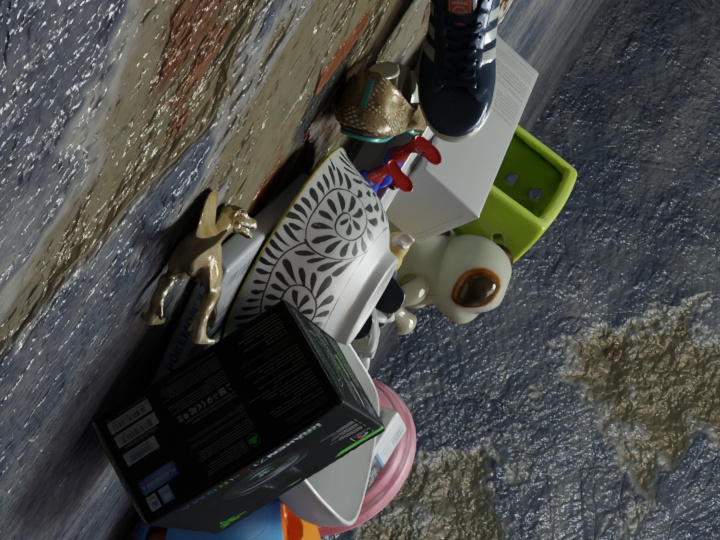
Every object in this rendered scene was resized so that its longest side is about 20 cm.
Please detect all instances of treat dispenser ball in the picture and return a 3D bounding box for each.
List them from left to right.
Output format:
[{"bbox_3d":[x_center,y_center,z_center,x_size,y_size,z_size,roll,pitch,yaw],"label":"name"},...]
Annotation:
[{"bbox_3d":[-0.137,0.296,1.534,0.202,0.200,0.201,-57,174,-10],"label":"treat dispenser ball"}]

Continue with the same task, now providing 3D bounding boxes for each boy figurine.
[{"bbox_3d":[0.000,0.000,1.486,0.124,0.065,0.200,-38,-163,7],"label":"boy figurine"}]

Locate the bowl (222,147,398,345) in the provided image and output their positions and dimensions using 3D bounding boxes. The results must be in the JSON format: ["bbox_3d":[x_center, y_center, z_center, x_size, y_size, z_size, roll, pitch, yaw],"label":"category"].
[{"bbox_3d":[-0.028,0.004,1.307,0.202,0.094,0.201,-58,175,-8],"label":"bowl"}]

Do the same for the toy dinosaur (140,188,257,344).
[{"bbox_3d":[-0.114,-0.006,1.042,0.200,0.058,0.102,-70,175,-82],"label":"toy dinosaur"}]

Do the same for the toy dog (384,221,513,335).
[{"bbox_3d":[0.077,-0.022,1.713,0.195,0.199,0.140,-60,174,20],"label":"toy dog"}]

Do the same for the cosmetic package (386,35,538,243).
[{"bbox_3d":[0.094,-0.140,1.555,0.107,0.085,0.201,-21,-142,52],"label":"cosmetic package"}]

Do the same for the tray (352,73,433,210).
[{"bbox_3d":[0.026,-0.107,1.494,0.201,0.022,0.107,-58,-153,-8],"label":"tray"}]

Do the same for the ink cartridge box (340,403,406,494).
[{"bbox_3d":[-0.058,0.171,1.619,0.100,0.199,0.039,-55,142,-24],"label":"ink cartridge box"}]

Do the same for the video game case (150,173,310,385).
[{"bbox_3d":[-0.112,0.026,1.278,0.183,0.022,0.200,-63,173,30],"label":"video game case"}]

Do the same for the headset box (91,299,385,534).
[{"bbox_3d":[-0.087,0.122,1.184,0.173,0.093,0.200,-32,165,2],"label":"headset box"}]

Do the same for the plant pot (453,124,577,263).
[{"bbox_3d":[0.121,-0.081,1.841,0.182,0.199,0.199,-53,178,31],"label":"plant pot"}]

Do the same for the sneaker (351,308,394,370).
[{"bbox_3d":[-0.049,0.085,1.611,0.201,0.114,0.075,-56,173,-25],"label":"sneaker"}]

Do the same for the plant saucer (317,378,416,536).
[{"bbox_3d":[-0.039,0.192,1.655,0.201,0.199,0.051,-56,142,-25],"label":"plant saucer"}]

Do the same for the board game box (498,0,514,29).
[{"bbox_3d":[0.135,-0.282,1.691,0.201,0.034,0.136,-62,173,26],"label":"board game box"}]

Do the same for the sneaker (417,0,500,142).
[{"bbox_3d":[0.087,-0.216,1.324,0.085,0.074,0.202,64,31,-76],"label":"sneaker"}]

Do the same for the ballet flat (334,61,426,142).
[{"bbox_3d":[0.026,-0.152,1.340,0.200,0.070,0.066,-46,152,-78],"label":"ballet flat"}]

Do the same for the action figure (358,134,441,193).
[{"bbox_3d":[0.005,-0.074,1.403,0.066,0.052,0.200,-49,-165,-24],"label":"action figure"}]

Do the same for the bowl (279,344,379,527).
[{"bbox_3d":[-0.064,0.138,1.487,0.074,0.200,0.201,-17,-144,24],"label":"bowl"}]
